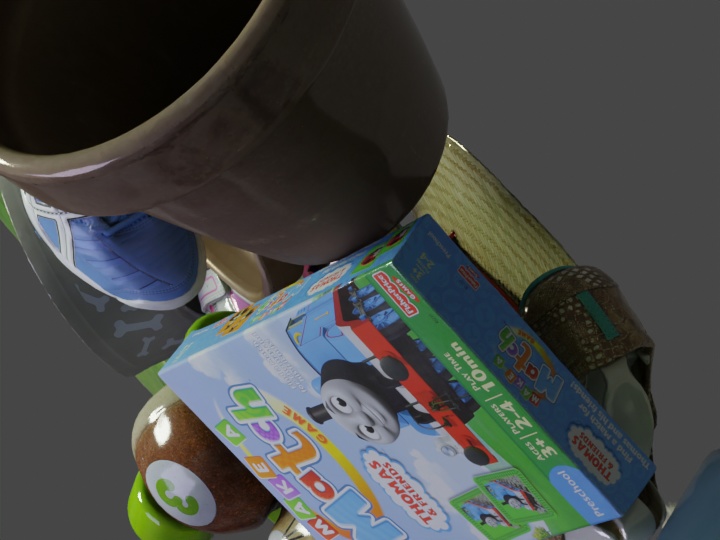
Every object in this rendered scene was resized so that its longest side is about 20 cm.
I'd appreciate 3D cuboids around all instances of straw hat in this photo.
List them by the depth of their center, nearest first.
[{"bbox_3d":[0.046,0.028,1.154,0.201,0.085,0.201,49,168,14],"label":"straw hat"}]

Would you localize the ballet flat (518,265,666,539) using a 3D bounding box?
[{"bbox_3d":[0.107,0.088,1.076,0.065,0.070,0.200,49,160,45],"label":"ballet flat"}]

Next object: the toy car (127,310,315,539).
[{"bbox_3d":[-0.026,0.144,1.281,0.164,0.158,0.200,113,143,-47],"label":"toy car"}]

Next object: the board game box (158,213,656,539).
[{"bbox_3d":[0.015,0.066,1.065,0.151,0.037,0.200,47,145,-12],"label":"board game box"}]

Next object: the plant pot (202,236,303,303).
[{"bbox_3d":[-0.076,-0.088,1.263,0.201,0.093,0.201,48,167,15],"label":"plant pot"}]

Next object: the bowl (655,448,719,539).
[{"bbox_3d":[0.185,0.189,1.057,0.201,0.105,0.201,50,169,14],"label":"bowl"}]

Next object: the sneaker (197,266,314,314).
[{"bbox_3d":[-0.063,0.025,1.420,0.200,0.088,0.081,49,168,11],"label":"sneaker"}]

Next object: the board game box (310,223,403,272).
[{"bbox_3d":[0.000,0.000,1.394,0.120,0.032,0.200,51,169,-14],"label":"board game box"}]

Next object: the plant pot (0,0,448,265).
[{"bbox_3d":[-0.051,-0.089,1.009,0.175,0.200,0.200,39,-179,-45],"label":"plant pot"}]

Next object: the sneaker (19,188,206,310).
[{"bbox_3d":[-0.149,-0.061,1.207,0.200,0.076,0.077,53,172,-8],"label":"sneaker"}]

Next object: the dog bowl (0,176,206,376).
[{"bbox_3d":[-0.151,-0.033,1.486,0.200,0.059,0.200,57,-164,-27],"label":"dog bowl"}]

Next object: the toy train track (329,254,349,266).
[{"bbox_3d":[0.014,0.064,1.119,0.115,0.033,0.200,23,148,31],"label":"toy train track"}]
